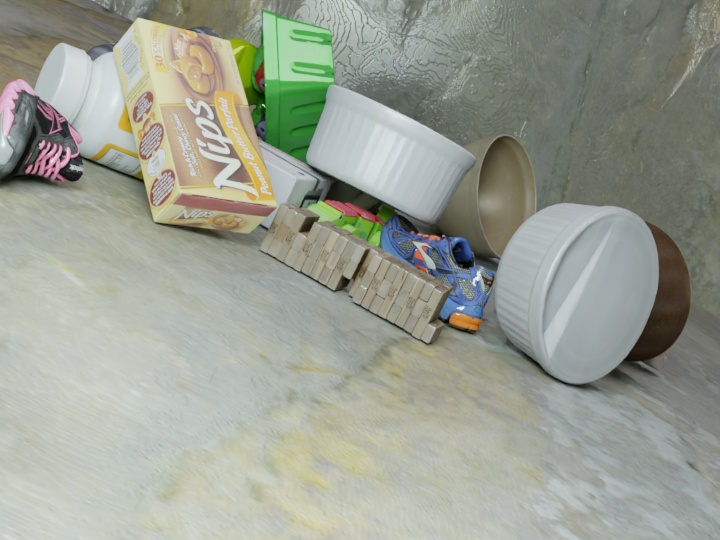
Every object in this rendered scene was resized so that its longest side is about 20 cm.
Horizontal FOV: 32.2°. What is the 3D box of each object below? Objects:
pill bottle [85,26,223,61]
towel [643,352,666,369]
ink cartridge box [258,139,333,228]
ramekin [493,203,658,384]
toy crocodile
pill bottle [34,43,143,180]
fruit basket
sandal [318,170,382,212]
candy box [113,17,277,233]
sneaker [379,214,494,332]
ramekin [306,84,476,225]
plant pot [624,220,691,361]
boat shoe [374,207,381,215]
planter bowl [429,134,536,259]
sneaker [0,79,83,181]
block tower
[{"bbox_3d":[-0.246,-0.207,1.406,0.199,0.107,0.106,-21,41,-39],"label":"pill bottle"},{"bbox_3d":[0.349,0.030,1.767,0.190,0.032,0.201,32,-27,42],"label":"towel"},{"bbox_3d":[-0.108,-0.106,1.488,0.115,0.068,0.200,29,9,10],"label":"ink cartridge box"},{"bbox_3d":[0.236,0.017,1.399,0.201,0.205,0.094,17,5,-44],"label":"ramekin"},{"bbox_3d":[-0.012,-0.054,1.490,0.067,0.062,0.199,32,11,30],"label":"toy crocodile"},{"bbox_3d":[-0.232,-0.157,1.291,0.198,0.114,0.113,20,11,-31],"label":"pill bottle"},{"bbox_3d":[-0.135,-0.232,1.609,0.214,0.215,0.157,20,52,-35],"label":"fruit basket"},{"bbox_3d":[-0.054,-0.124,1.676,0.199,0.080,0.058,23,-28,26],"label":"sandal"},{"bbox_3d":[-0.162,-0.140,1.214,0.114,0.055,0.202,6,58,-42],"label":"candy box"},{"bbox_3d":[0.094,-0.011,1.441,0.075,0.079,0.200,19,20,-44],"label":"sneaker"},{"bbox_3d":[0.031,-0.134,1.502,0.199,0.099,0.200,27,2,-1],"label":"ramekin"},{"bbox_3d":[0.288,0.031,1.585,0.198,0.189,0.186,-4,29,-44],"label":"plant pot"},{"bbox_3d":[-0.005,-0.149,1.772,0.071,0.077,0.200,18,-21,39],"label":"boat shoe"},{"bbox_3d":[0.187,-0.117,2.056,0.133,0.203,0.199,-1,-8,36],"label":"planter bowl"},{"bbox_3d":[-0.279,-0.109,1.074,0.095,0.079,0.200,36,8,-15],"label":"sneaker"},{"bbox_3d":[0.000,0.000,1.262,0.198,0.058,0.054,30,11,12],"label":"block tower"}]
